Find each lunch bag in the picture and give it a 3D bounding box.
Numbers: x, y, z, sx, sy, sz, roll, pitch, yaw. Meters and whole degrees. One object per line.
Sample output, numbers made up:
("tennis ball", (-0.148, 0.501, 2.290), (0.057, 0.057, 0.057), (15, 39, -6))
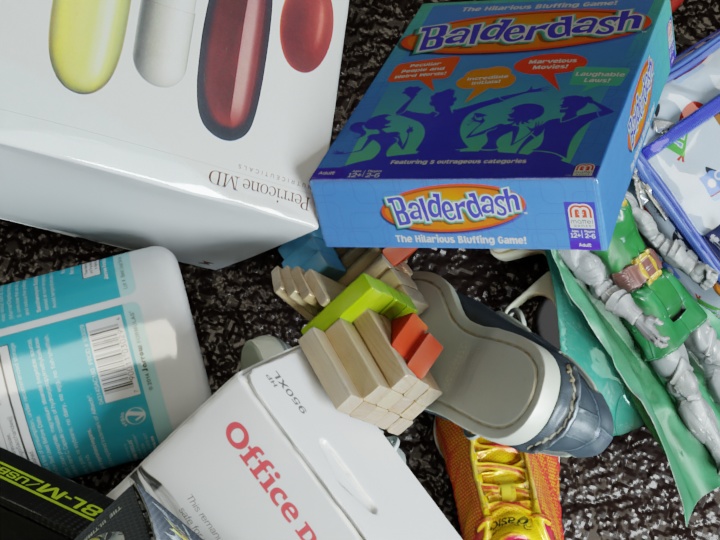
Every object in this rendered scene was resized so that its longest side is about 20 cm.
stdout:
("lunch bag", (0.239, -0.074, 0.912), (0.199, 0.076, 0.161), (-32, 85, -16))

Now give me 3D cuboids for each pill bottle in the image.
("pill bottle", (-0.184, 0.062, 0.841), (0.198, 0.111, 0.112), (-14, 78, -6))

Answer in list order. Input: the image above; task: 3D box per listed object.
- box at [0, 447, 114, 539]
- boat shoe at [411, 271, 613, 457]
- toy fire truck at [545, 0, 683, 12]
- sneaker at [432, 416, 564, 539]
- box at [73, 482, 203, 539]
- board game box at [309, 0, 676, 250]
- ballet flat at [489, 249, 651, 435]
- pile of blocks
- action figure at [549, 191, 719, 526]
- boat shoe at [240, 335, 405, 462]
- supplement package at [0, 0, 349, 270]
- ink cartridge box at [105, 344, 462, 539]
("box", (-0.143, 0.206, 0.765), (0.191, 0.047, 0.202), (20, 111, 20))
("boat shoe", (0.063, 0.051, 0.829), (0.061, 0.200, 0.075), (28, 85, -28))
("toy fire truck", (0.118, -0.233, 0.897), (0.112, 0.168, 0.200), (-43, 83, -11))
("sneaker", (0.085, 0.127, 0.859), (0.072, 0.077, 0.202), (-9, 69, -5))
("box", (-0.110, 0.210, 0.656), (0.200, 0.051, 0.158), (-43, 119, 1))
("board game box", (0.077, -0.084, 0.835), (0.150, 0.045, 0.201), (0, 35, 22))
("ballet flat", (0.112, 0.000, 0.899), (0.070, 0.067, 0.202), (-15, 76, 8))
("pile of blocks", (0.000, 0.000, 0.831), (0.062, 0.201, 0.082), (-42, 121, 15))
("action figure", (0.160, 0.022, 0.846), (0.118, 0.055, 0.201), (-38, 94, -38))
("boat shoe", (-0.006, 0.126, 0.867), (0.071, 0.070, 0.203), (-18, 78, -25))
("supplement package", (-0.121, -0.127, 0.839), (0.189, 0.147, 0.202), (13, 75, -26))
("ink cartridge box", (-0.062, 0.156, 0.792), (0.200, 0.084, 0.145), (-42, 81, 25))
